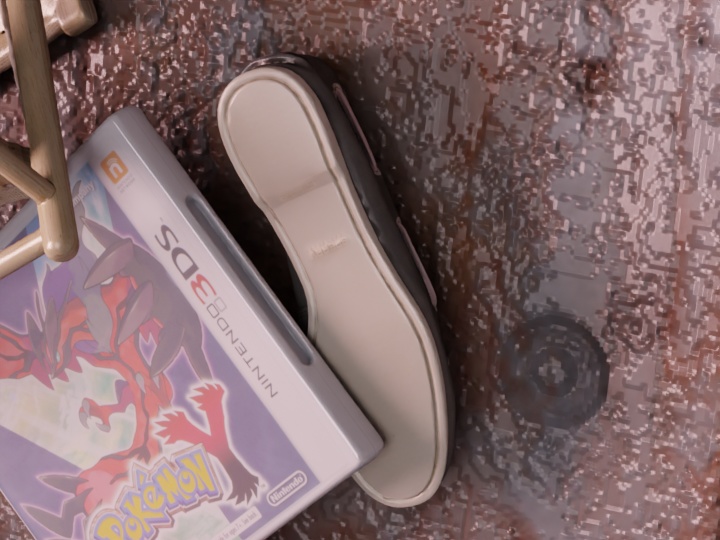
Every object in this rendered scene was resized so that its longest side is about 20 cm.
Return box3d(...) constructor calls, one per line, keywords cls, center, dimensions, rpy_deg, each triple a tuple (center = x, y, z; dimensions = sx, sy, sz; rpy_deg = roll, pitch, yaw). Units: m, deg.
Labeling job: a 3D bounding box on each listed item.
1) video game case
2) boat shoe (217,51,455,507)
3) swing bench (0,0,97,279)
box3d(cls="video game case", center=(-0.106, 0.054, 0.918), dimensions=(0.200, 0.023, 0.183), rpy_deg=(-40, 85, 39))
box3d(cls="boat shoe", center=(0.000, 0.000, 0.878), dimensions=(0.066, 0.057, 0.202), rpy_deg=(-16, 100, 27))
box3d(cls="swing bench", center=(-0.228, -0.071, 0.891), dimensions=(0.198, 0.201, 0.130), rpy_deg=(-27, 132, 25))
